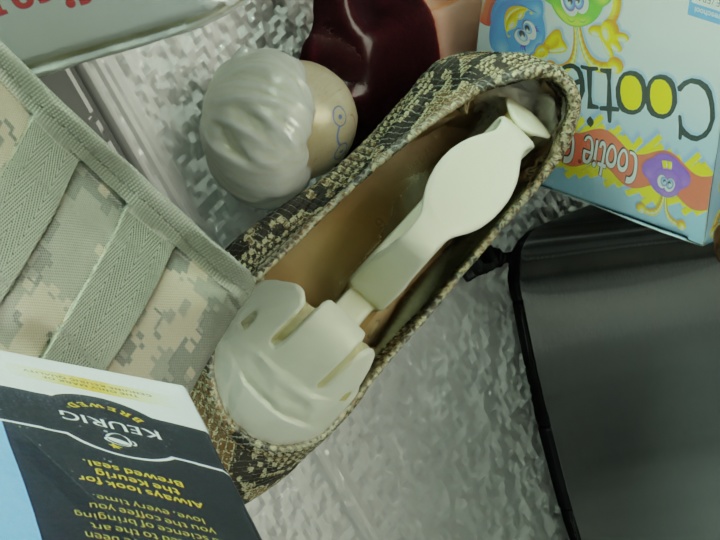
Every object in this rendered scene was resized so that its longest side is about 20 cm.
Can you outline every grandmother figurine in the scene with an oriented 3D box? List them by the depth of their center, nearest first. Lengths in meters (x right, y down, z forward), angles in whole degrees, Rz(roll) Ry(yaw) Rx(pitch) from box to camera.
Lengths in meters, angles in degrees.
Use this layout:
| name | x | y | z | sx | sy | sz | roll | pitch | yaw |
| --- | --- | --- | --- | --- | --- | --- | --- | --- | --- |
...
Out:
| name | x | y | z | sx | sy | sz | roll | pitch | yaw |
| --- | --- | --- | --- | --- | --- | --- | --- | --- | --- |
| grandmother figurine | 0.015 | -0.080 | 0.976 | 0.200 | 0.061 | 0.121 | -37 | 118 | -43 |

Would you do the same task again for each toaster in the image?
| name | x | y | z | sx | sy | sz | roll | pitch | yaw |
| --- | --- | --- | --- | --- | --- | --- | --- | --- | --- |
| toaster | 0.153 | 0.046 | 1.065 | 0.200 | 0.119 | 0.181 | -21 | 98 | -47 |

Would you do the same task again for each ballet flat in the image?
| name | x | y | z | sx | sy | sz | roll | pitch | yaw |
| --- | --- | --- | --- | --- | --- | --- | --- | --- | --- |
| ballet flat | 0.000 | 0.000 | 0.893 | 0.068 | 0.075 | 0.200 | 47 | 72 | -14 |

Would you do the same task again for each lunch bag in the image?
| name | x | y | z | sx | sy | sz | roll | pitch | yaw |
| --- | --- | --- | --- | --- | --- | --- | --- | --- | --- |
| lunch bag | -0.153 | 0.007 | 0.739 | 0.200 | 0.118 | 0.164 | 44 | 59 | -26 |

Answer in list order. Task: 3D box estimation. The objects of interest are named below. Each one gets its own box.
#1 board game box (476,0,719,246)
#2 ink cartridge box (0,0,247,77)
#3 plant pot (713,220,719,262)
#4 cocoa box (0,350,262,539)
| name | x | y | z | sx | sy | sz | roll | pitch | yaw |
| --- | --- | --- | --- | --- | --- | --- | --- | --- | --- |
| board game box | 0.141 | -0.095 | 1.005 | 0.200 | 0.105 | 0.103 | -24 | 127 | -48 |
| ink cartridge box | -0.107 | -0.161 | 0.796 | 0.088 | 0.145 | 0.200 | -37 | 109 | -46 |
| plant pot | 0.216 | 0.079 | 0.884 | 0.200 | 0.200 | 0.198 | 15 | 69 | -45 |
| cocoa box | -0.134 | 0.089 | 0.611 | 0.200 | 0.131 | 0.133 | 12 | 107 | -21 |
